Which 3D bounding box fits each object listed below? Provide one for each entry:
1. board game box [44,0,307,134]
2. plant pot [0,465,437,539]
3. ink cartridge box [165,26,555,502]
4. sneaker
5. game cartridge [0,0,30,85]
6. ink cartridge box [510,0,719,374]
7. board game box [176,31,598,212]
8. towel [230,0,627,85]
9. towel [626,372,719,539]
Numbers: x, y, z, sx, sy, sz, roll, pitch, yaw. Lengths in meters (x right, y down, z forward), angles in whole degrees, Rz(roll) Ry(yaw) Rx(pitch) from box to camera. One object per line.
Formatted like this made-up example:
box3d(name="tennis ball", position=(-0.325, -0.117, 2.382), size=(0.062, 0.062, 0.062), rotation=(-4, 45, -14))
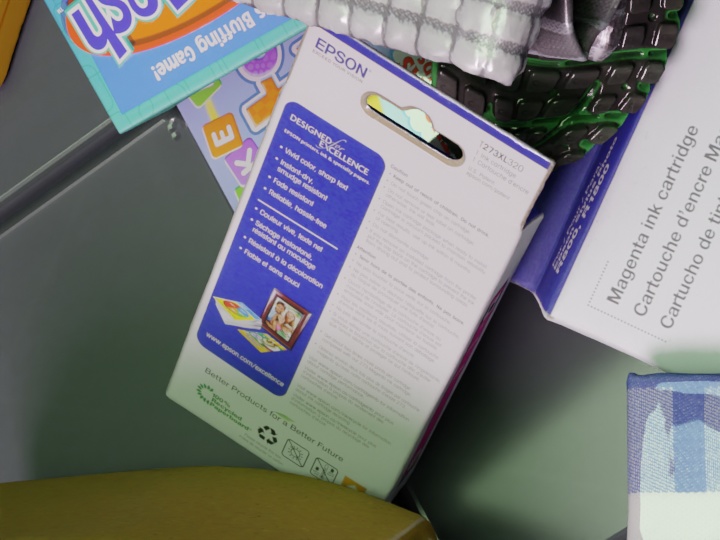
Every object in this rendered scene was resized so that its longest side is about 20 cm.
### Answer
box3d(name="board game box", position=(-0.072, -0.170, 0.857), size=(0.152, 0.045, 0.200), rotation=(-27, 96, 31))
box3d(name="plant pot", position=(-0.067, 0.165, 0.826), size=(0.200, 0.196, 0.194), rotation=(-13, 90, 18))
box3d(name="ink cartridge box", position=(0.000, 0.000, 0.837), size=(0.095, 0.037, 0.200), rotation=(33, 136, 9))
box3d(name="sneaker", position=(0.072, -0.128, 0.807), size=(0.078, 0.085, 0.200), rotation=(14, 101, -11))
box3d(name="game cartridge", position=(-0.217, -0.173, 1.022), size=(0.200, 0.032, 0.176), rotation=(20, 94, 26))
box3d(name="ink cartridge box", position=(0.145, -0.054, 0.812), size=(0.200, 0.043, 0.196), rotation=(24, 99, 10))
box3d(name="board game box", position=(0.028, -0.089, 0.898), size=(0.200, 0.037, 0.151), rotation=(-34, 74, 18))
box3d(name="towel", position=(0.005, -0.157, 0.736), size=(0.200, 0.086, 0.166), rotation=(19, 100, 31))
box3d(name="towel", position=(0.159, 0.129, 0.768), size=(0.147, 0.024, 0.200), rotation=(-3, 79, 11))
